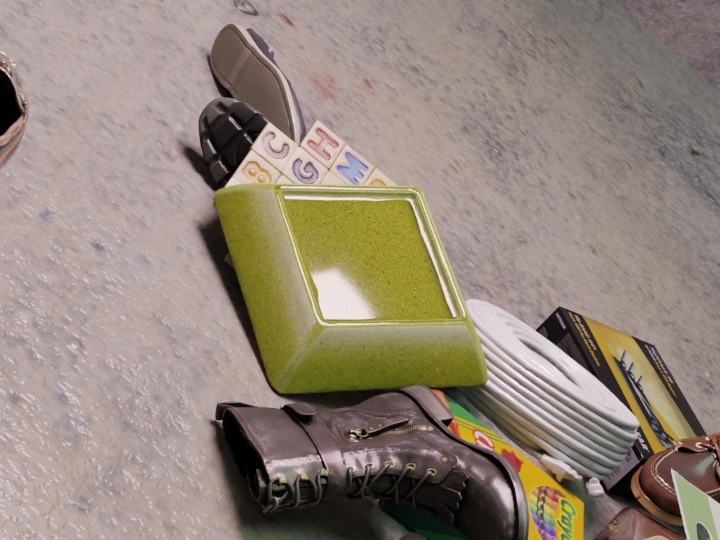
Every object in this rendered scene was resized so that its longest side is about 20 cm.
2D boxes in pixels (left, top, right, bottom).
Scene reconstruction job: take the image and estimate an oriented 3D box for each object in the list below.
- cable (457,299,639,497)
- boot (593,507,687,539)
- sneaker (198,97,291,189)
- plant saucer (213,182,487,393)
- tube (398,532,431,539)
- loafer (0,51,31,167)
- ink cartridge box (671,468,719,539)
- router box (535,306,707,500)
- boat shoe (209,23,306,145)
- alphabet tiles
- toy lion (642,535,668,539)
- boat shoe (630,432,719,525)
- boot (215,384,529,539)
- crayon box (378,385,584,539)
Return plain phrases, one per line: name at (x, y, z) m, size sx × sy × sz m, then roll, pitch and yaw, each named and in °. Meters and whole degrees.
cable at (0.151, 0.102, 1.511) m, size 0.200 × 0.069 × 0.200 m, roll 38°, pitch 9°, yaw 5°
boot at (0.297, 0.258, 1.543) m, size 0.199 × 0.065 × 0.186 m, roll 25°, pitch 2°, yaw -3°
sneaker at (-0.067, -0.071, 1.527) m, size 0.200 × 0.075 × 0.079 m, roll 48°, pitch 10°, yaw -5°
plant saucer at (0.000, 0.000, 1.406) m, size 0.199 × 0.048 × 0.201 m, roll 0°, pitch 54°, yaw -29°
tube at (0.101, 0.258, 1.262) m, size 0.200 × 0.050 × 0.078 m, roll 35°, pitch 36°, yaw -27°
loafer at (-0.273, -0.118, 1.275) m, size 0.072 × 0.063 × 0.200 m, roll 33°, pitch 26°, yaw -19°
ink cartridge box at (0.300, 0.262, 1.361) m, size 0.200 × 0.048 × 0.146 m, roll 32°, pitch 35°, yaw -32°
router box at (0.265, 0.140, 1.691) m, size 0.157 × 0.052 × 0.201 m, roll 21°, pitch 32°, yaw -40°
boat shoe at (-0.081, -0.162, 1.632) m, size 0.062 × 0.073 × 0.200 m, roll 18°, pitch 29°, yaw -38°
alphabet tiles at (-0.024, -0.029, 1.469) m, size 0.200 × 0.006 × 0.167 m, roll 38°, pitch 58°, yaw -10°
toy lion at (0.180, 0.292, 1.258) m, size 0.191 × 0.068 × 0.201 m, roll -20°, pitch 86°, yaw -48°
boat shoe at (0.310, 0.176, 1.556) m, size 0.070 × 0.070 × 0.200 m, roll 47°, pitch 26°, yaw 21°
boot at (0.004, 0.149, 1.208) m, size 0.173 × 0.070 × 0.200 m, roll -5°, pitch 31°, yaw -32°
crayon box at (0.112, 0.193, 1.370) m, size 0.200 × 0.051 × 0.127 m, roll 38°, pitch 24°, yaw -12°
